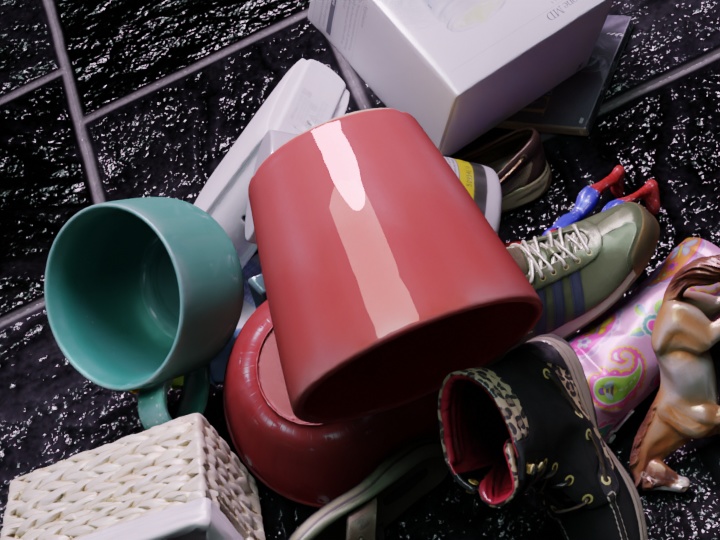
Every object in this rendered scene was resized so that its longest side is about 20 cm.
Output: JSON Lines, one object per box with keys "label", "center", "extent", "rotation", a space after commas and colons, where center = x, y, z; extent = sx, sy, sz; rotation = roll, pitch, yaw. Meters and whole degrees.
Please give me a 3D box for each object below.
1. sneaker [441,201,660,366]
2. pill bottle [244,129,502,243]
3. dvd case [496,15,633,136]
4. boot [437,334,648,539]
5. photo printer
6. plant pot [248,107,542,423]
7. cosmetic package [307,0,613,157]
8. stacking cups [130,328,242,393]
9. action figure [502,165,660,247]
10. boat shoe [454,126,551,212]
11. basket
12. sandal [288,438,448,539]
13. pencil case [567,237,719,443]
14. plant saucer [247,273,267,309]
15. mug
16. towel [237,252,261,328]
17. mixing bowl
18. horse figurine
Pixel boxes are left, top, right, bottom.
{"label": "sneaker", "center": [0.141, 0.008, 1.265], "extent": [0.200, 0.090, 0.067], "rotation": [-42, 42, 13]}
{"label": "pill bottle", "center": [0.009, -0.051, 1.335], "extent": [0.198, 0.115, 0.115], "rotation": [12, 50, -12]}
{"label": "dvd case", "center": [0.155, -0.201, 1.577], "extent": [0.198, 0.016, 0.150], "rotation": [8, 57, 29]}
{"label": "boot", "center": [0.133, 0.149, 1.163], "extent": [0.073, 0.150, 0.202], "rotation": [-21, 81, 32]}
{"label": "photo printer", "center": [-0.097, -0.084, 1.483], "extent": [0.200, 0.069, 0.167], "rotation": [-49, 12, 34]}
{"label": "plant pot", "center": [0.011, -0.008, 1.179], "extent": [0.199, 0.201, 0.179], "rotation": [-25, 71, 2]}
{"label": "cosmetic package", "center": [0.091, -0.245, 1.477], "extent": [0.199, 0.123, 0.200], "rotation": [-34, 73, -22]}
{"label": "stacking cups", "center": [-0.112, 0.071, 1.404], "extent": [0.198, 0.061, 0.061], "rotation": [-6, 50, 16]}
{"label": "action figure", "center": [0.177, -0.004, 1.380], "extent": [0.199, 0.100, 0.065], "rotation": [-29, 39, -33]}
{"label": "boat shoe", "center": [0.080, -0.074, 1.455], "extent": [0.198, 0.072, 0.072], "rotation": [-23, 48, -4]}
{"label": "basket", "center": [-0.184, 0.219, 1.292], "extent": [0.198, 0.136, 0.124], "rotation": [-21, 44, 11]}
{"label": "sandal", "center": [0.001, 0.213, 1.264], "extent": [0.200, 0.080, 0.057], "rotation": [-39, 62, -11]}
{"label": "pencil case", "center": [0.225, 0.061, 1.286], "extent": [0.200, 0.088, 0.087], "rotation": [-40, 48, -11]}
{"label": "plant saucer", "center": [0.000, 0.000, 1.420], "extent": [0.198, 0.070, 0.019], "rotation": [-23, 46, -8]}
{"label": "mug", "center": [-0.176, 0.030, 1.342], "extent": [0.151, 0.114, 0.187], "rotation": [21, 108, 28]}
{"label": "towel", "center": [-0.058, 0.018, 1.484], "extent": [0.200, 0.024, 0.146], "rotation": [-45, 50, -15]}
{"label": "mixing bowl", "center": [-0.029, 0.089, 1.303], "extent": [0.198, 0.108, 0.202], "rotation": [-2, 76, 9]}
{"label": "horse figurine", "center": [0.268, 0.074, 1.215], "extent": [0.131, 0.202, 0.050], "rotation": [-1, 14, 20]}
